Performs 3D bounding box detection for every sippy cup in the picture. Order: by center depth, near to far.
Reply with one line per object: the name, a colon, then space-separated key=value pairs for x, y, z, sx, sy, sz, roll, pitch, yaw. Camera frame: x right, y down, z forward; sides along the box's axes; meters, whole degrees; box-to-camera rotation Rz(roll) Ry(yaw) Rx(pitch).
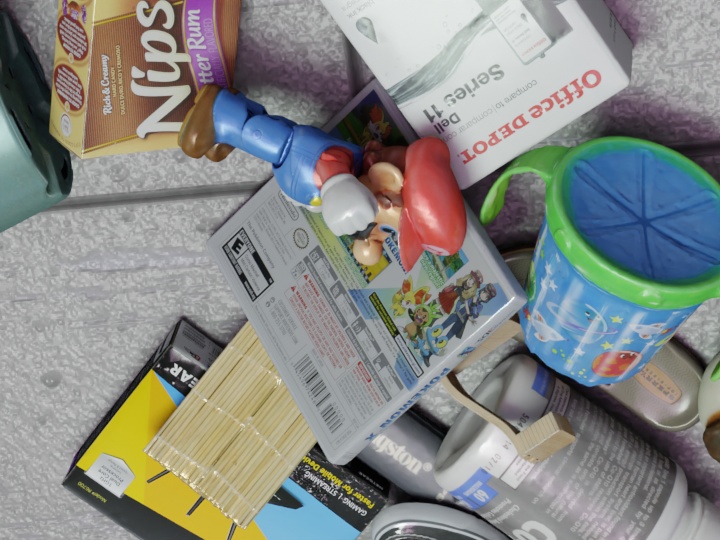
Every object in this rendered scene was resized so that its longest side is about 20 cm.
sippy cup: x=0.169 y=0.003 z=1.570 sx=0.139 sy=0.178 sz=0.131 roll=-7 pitch=144 yaw=-28

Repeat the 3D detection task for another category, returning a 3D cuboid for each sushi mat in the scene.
sushi mat: x=-0.057 y=0.081 z=1.687 sx=0.096 sy=0.012 sz=0.200 roll=40 pitch=86 yaw=-7

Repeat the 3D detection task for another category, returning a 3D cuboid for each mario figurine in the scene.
mario figurine: x=-0.025 y=-0.049 z=1.557 sx=0.199 sy=0.124 sz=0.106 roll=22 pitch=130 yaw=15

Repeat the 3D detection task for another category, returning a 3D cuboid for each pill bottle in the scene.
pill bottle: x=0.161 y=0.160 z=1.683 sx=0.200 sy=0.114 sz=0.114 roll=36 pitch=113 yaw=-7

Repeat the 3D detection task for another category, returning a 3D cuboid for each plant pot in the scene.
plant pot: x=-0.313 y=-0.082 z=1.612 sx=0.195 sy=0.200 sz=0.201 roll=-21 pitch=109 yaw=7

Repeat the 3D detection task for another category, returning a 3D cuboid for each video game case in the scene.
video game case: x=0.000 y=0.000 z=1.621 sx=0.182 sy=0.022 sz=0.201 roll=-43 pitch=61 yaw=21

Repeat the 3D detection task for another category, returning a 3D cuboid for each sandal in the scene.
sandal: x=0.165 y=0.053 z=1.669 sx=0.200 sy=0.055 sz=0.082 roll=39 pitch=112 yaw=-9

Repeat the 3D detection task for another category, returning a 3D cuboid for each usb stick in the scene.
usb stick: x=0.014 y=0.116 z=1.725 sx=0.200 sy=0.033 sz=0.056 roll=37 pitch=94 yaw=-9

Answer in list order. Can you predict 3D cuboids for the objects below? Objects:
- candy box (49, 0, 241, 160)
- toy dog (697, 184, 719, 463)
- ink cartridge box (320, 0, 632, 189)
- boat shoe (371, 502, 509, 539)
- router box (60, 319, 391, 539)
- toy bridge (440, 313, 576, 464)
candy box: x=-0.141 y=-0.180 z=1.580 sx=0.116 sy=0.056 sz=0.201 roll=-8 pitch=117 yaw=-33
toy dog: x=0.298 y=0.048 z=1.605 sx=0.193 sy=0.140 sz=0.201 roll=15 pitch=117 yaw=-3
ink cartridge box: x=0.071 y=-0.177 z=1.569 sx=0.146 sy=0.083 sz=0.200 roll=-32 pitch=106 yaw=19
boat shoe: x=0.095 y=0.235 z=1.731 sx=0.199 sy=0.057 sz=0.069 roll=29 pitch=127 yaw=-19
router box: x=-0.098 y=0.153 z=1.746 sx=0.199 sy=0.051 sz=0.149 roll=35 pitch=113 yaw=-10
toy bridge: x=0.079 y=0.047 z=1.627 sx=0.067 sy=0.027 sz=0.201 roll=-36 pitch=59 yaw=19
